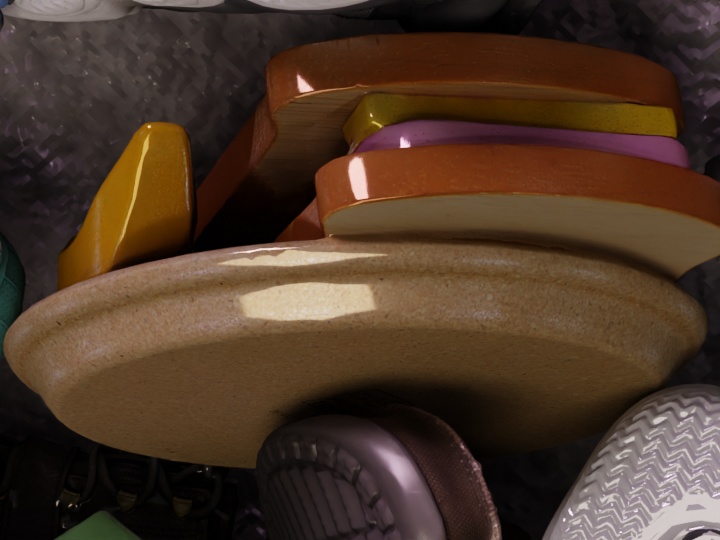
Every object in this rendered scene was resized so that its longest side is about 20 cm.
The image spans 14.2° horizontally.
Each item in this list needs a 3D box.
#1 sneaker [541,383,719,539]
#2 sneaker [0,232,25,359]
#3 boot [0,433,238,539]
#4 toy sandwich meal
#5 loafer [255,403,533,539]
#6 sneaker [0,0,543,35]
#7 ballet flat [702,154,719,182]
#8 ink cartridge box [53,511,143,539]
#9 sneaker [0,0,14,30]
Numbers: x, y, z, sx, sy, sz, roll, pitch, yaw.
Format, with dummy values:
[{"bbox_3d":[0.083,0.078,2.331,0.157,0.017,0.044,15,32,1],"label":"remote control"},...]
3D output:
[{"bbox_3d":[0.086,0.110,0.811,0.075,0.115,0.200,8,113,10],"label":"sneaker"},{"bbox_3d":[-0.138,0.074,0.810,0.080,0.071,0.200,23,108,-34],"label":"sneaker"},{"bbox_3d":[-0.123,0.056,0.867,0.174,0.069,0.200,5,122,4],"label":"boot"},{"bbox_3d":[0.000,0.000,0.763,0.205,0.070,0.205,-2,164,-1],"label":"toy sandwich meal"},{"bbox_3d":[0.013,0.077,0.799,0.071,0.200,0.073,-20,77,-13],"label":"loafer"},{"bbox_3d":[-0.022,-0.093,0.734,0.200,0.114,0.076,12,95,47],"label":"sneaker"},{"bbox_3d":[0.184,0.011,0.752,0.200,0.068,0.068,34,109,-3],"label":"ballet flat"},{"bbox_3d":[-0.055,0.171,0.745,0.200,0.145,0.088,35,141,35],"label":"ink cartridge box"},{"bbox_3d":[-0.116,-0.144,0.690,0.077,0.085,0.200,21,104,50],"label":"sneaker"}]
